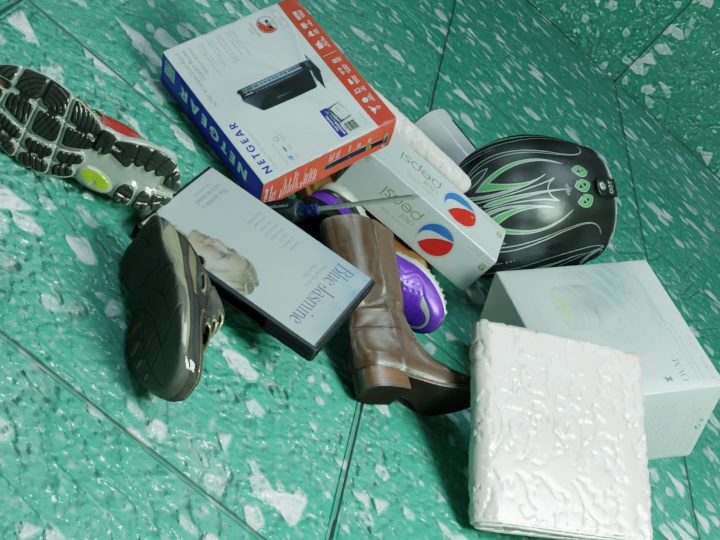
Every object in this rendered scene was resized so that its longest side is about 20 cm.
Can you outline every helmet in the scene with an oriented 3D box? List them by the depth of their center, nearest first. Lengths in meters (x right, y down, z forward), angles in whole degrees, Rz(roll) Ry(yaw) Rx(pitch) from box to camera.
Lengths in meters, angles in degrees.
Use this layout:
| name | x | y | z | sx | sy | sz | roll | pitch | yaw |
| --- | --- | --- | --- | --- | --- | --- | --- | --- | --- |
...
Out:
| name | x | y | z | sx | sy | sz | roll | pitch | yaw |
| --- | --- | --- | --- | --- | --- | --- | --- | --- | --- |
| helmet | 0.196 | -0.074 | 1.666 | 0.188 | 0.201 | 0.201 | -7 | 46 | -21 |

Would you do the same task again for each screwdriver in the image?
| name | x | y | z | sx | sy | sz | roll | pitch | yaw |
| --- | --- | --- | --- | --- | --- | --- | --- | --- | --- |
| screwdriver | -0.029 | -0.061 | 1.344 | 0.029 | 0.198 | 0.028 | -47 | 125 | -44 |

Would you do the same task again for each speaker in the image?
| name | x | y | z | sx | sy | sz | roll | pitch | yaw |
| --- | --- | --- | --- | --- | --- | --- | --- | --- | --- |
| speaker | 0.142 | -0.117 | 1.823 | 0.201 | 0.081 | 0.081 | 52 | 24 | 19 |

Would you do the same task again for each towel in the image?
| name | x | y | z | sx | sy | sz | roll | pitch | yaw |
| --- | --- | --- | --- | --- | --- | --- | --- | --- | --- |
| towel | 0.191 | 0.159 | 1.315 | 0.189 | 0.032 | 0.202 | 12 | 64 | -19 |
| towel | 0.023 | -0.153 | 1.634 | 0.200 | 0.032 | 0.191 | 40 | -15 | -13 |

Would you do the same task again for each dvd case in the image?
| name | x | y | z | sx | sy | sz | roll | pitch | yaw |
| --- | --- | --- | --- | --- | --- | --- | --- | --- | --- |
| dvd case | -0.095 | -0.010 | 1.250 | 0.199 | 0.018 | 0.143 | 35 | 34 | 5 |

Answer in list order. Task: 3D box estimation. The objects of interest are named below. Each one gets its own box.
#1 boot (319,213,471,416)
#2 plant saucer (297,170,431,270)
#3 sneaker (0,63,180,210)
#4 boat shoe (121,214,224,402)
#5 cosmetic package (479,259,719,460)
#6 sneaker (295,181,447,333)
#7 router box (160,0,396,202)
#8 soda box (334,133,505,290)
| name | x | y | z | sx | sy | sz | roll | pitch | yaw |
| --- | --- | --- | --- | --- | --- | --- | --- | --- | --- |
| boot | 0.044 | 0.039 | 1.364 | 0.185 | 0.064 | 0.202 | 16 | 51 | -45 |
| plant saucer | 0.012 | -0.058 | 1.575 | 0.199 | 0.037 | 0.201 | 37 | 24 | -19 |
| sneaker | -0.254 | -0.117 | 1.206 | 0.199 | 0.077 | 0.085 | 33 | 5 | -28 |
| boat shoe | -0.144 | 0.032 | 1.107 | 0.073 | 0.075 | 0.201 | 29 | 28 | -31 |
| cosmetic package | 0.256 | 0.102 | 1.501 | 0.198 | 0.124 | 0.200 | -5 | 45 | -20 |
| sneaker | 0.000 | 0.000 | 1.425 | 0.200 | 0.070 | 0.099 | 45 | 30 | 8 |
| router box | -0.090 | -0.185 | 1.472 | 0.178 | 0.049 | 0.201 | -29 | 68 | -27 |
| soda box | 0.070 | -0.072 | 1.551 | 0.199 | 0.064 | 0.068 | 39 | 36 | -11 |
